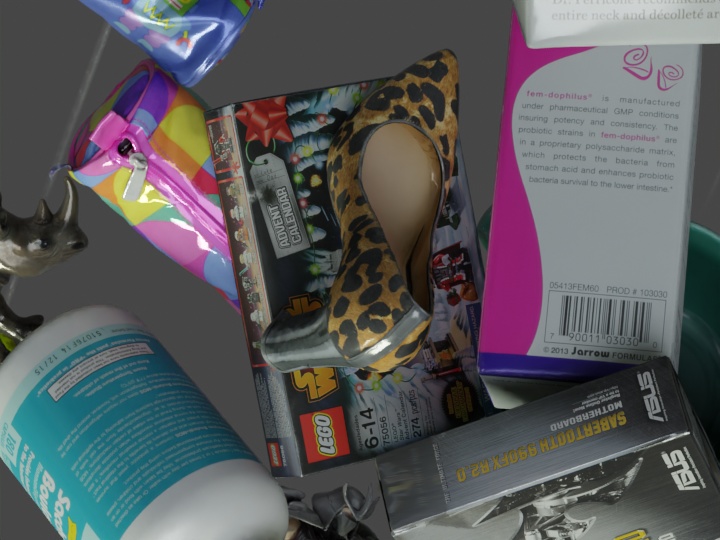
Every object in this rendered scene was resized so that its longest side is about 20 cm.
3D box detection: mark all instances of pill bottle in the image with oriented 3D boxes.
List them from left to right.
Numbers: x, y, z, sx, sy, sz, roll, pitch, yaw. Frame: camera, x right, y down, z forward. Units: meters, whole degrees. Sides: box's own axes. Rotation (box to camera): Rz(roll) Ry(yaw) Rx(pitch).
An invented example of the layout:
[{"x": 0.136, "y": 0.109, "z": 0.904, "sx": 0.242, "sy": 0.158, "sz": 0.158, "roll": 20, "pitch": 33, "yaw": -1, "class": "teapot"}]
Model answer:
[{"x": -0.113, "y": 0.119, "z": 1.512, "sx": 0.110, "sy": 0.200, "sz": 0.111, "roll": -28, "pitch": 145, "yaw": -22, "class": "pill bottle"}]

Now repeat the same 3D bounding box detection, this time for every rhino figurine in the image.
[{"x": -0.222, "y": 0.024, "z": 1.557, "sx": 0.087, "sy": 0.060, "sz": 0.200, "roll": 35, "pitch": 106, "yaw": -19, "class": "rhino figurine"}]

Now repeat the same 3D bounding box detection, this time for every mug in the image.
[{"x": 0.155, "y": 0.041, "z": 1.545, "sx": 0.151, "sy": 0.114, "sz": 0.186, "roll": -12, "pitch": 74, "yaw": 3, "class": "mug"}]

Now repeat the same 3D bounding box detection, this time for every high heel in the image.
[{"x": 0.031, "y": -0.035, "z": 1.411, "sx": 0.071, "sy": 0.142, "sz": 0.201, "roll": 34, "pitch": 71, "yaw": -21, "class": "high heel"}]

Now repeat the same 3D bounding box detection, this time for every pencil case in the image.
[{"x": -0.134, "y": -0.188, "z": 1.456, "sx": 0.200, "sy": 0.078, "sz": 0.087, "roll": 41, "pitch": 120, "yaw": -19, "class": "pencil case"}, {"x": -0.074, "y": -0.027, "z": 1.526, "sx": 0.200, "sy": 0.089, "sz": 0.088, "roll": 40, "pitch": 106, "yaw": -19, "class": "pencil case"}]

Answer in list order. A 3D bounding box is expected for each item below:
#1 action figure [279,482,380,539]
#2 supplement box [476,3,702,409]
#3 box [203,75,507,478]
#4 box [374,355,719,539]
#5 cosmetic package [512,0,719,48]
[{"x": -0.055, "y": 0.201, "z": 1.611, "sx": 0.130, "sy": 0.069, "sz": 0.200, "roll": 35, "pitch": 98, "yaw": -36, "class": "action figure"}, {"x": 0.123, "y": -0.031, "z": 1.455, "sx": 0.100, "sy": 0.103, "sz": 0.202, "roll": 5, "pitch": 77, "yaw": 9, "class": "supplement box"}, {"x": 0.000, "y": 0.000, "z": 1.496, "sx": 0.136, "sy": 0.040, "sz": 0.202, "roll": -12, "pitch": 92, "yaw": -28, "class": "box"}, {"x": 0.112, "y": 0.132, "z": 1.428, "sx": 0.157, "sy": 0.049, "sz": 0.200, "roll": -20, "pitch": 146, "yaw": 8, "class": "box"}, {"x": 0.157, "y": -0.234, "z": 1.402, "sx": 0.166, "sy": 0.167, "sz": 0.201, "roll": 0, "pitch": 115, "yaw": -3, "class": "cosmetic package"}]
